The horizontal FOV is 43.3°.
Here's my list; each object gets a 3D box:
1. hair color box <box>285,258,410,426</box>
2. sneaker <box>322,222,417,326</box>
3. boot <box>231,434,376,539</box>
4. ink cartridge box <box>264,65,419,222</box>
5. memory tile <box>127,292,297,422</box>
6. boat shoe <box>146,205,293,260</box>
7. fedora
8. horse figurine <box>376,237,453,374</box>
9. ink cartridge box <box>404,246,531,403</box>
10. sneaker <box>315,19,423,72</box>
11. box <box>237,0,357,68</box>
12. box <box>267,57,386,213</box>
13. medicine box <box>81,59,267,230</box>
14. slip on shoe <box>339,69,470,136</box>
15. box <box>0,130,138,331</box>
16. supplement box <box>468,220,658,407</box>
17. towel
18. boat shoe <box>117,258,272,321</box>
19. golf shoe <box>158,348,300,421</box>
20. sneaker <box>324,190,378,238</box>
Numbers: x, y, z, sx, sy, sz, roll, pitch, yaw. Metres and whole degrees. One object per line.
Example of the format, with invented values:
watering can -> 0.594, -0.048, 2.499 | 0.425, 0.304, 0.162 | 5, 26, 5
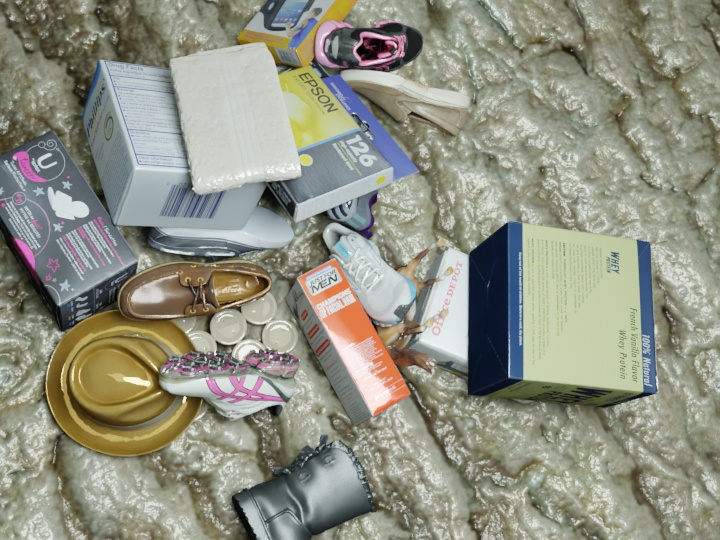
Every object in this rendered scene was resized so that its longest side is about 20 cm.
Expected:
hair color box -> -0.020, 0.097, 1.194 | 0.064, 0.111, 0.201 | -28, 82, -19
sneaker -> 0.000, 0.000, 1.186 | 0.075, 0.200, 0.087 | -46, 128, 3
boot -> -0.054, 0.323, 1.145 | 0.162, 0.073, 0.199 | -24, 80, -21
ink cartridge box -> -0.052, -0.175, 1.157 | 0.199, 0.047, 0.198 | -26, 65, -27
memory tile -> -0.196, 0.090, 1.207 | 0.200, 0.017, 0.154 | -35, 84, -19
boat shoe -> -0.188, -0.046, 1.222 | 0.199, 0.068, 0.072 | 1, 46, -34
fedora -> -0.294, 0.135, 1.123 | 0.199, 0.082, 0.202 | 1, 79, -5
horse figurine -> 0.064, 0.048, 1.187 | 0.050, 0.132, 0.201 | 30, 50, -27
ink cartridge box -> 0.176, 0.077, 1.258 | 0.199, 0.088, 0.146 | 23, 70, -8
sneaker -> 0.032, -0.320, 1.309 | 0.199, 0.095, 0.080 | -16, 115, -42
box -> -0.077, -0.387, 1.329 | 0.119, 0.042, 0.201 | 20, 67, 33
box -> -0.080, -0.188, 1.251 | 0.160, 0.044, 0.200 | -31, 60, -12
medicine box -> -0.239, -0.160, 1.165 | 0.181, 0.103, 0.201 | 0, 50, -35
slip on shoe -> 0.062, -0.249, 1.341 | 0.199, 0.076, 0.061 | 12, 93, -12
box -> -0.379, -0.047, 1.143 | 0.114, 0.132, 0.201 | -31, 83, -22
supplement box -> 0.254, 0.062, 1.164 | 0.199, 0.134, 0.201 | 7, 73, -14
towel -> -0.153, -0.185, 1.095 | 0.132, 0.035, 0.201 | -11, 65, -7
boat shoe -> -0.205, 0.023, 1.152 | 0.199, 0.067, 0.073 | -9, 99, -30
golf shoe -> -0.161, 0.148, 1.129 | 0.199, 0.072, 0.093 | 5, 101, -42
sneaker -> -0.012, -0.142, 1.303 | 0.087, 0.074, 0.201 | 39, 45, -44
